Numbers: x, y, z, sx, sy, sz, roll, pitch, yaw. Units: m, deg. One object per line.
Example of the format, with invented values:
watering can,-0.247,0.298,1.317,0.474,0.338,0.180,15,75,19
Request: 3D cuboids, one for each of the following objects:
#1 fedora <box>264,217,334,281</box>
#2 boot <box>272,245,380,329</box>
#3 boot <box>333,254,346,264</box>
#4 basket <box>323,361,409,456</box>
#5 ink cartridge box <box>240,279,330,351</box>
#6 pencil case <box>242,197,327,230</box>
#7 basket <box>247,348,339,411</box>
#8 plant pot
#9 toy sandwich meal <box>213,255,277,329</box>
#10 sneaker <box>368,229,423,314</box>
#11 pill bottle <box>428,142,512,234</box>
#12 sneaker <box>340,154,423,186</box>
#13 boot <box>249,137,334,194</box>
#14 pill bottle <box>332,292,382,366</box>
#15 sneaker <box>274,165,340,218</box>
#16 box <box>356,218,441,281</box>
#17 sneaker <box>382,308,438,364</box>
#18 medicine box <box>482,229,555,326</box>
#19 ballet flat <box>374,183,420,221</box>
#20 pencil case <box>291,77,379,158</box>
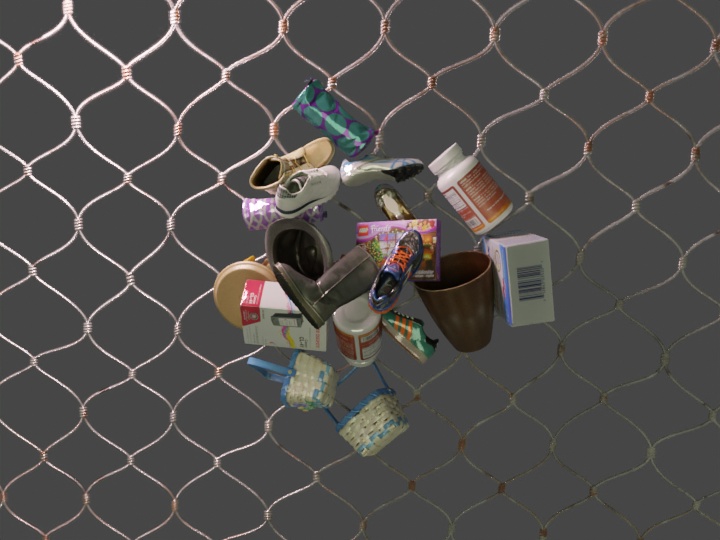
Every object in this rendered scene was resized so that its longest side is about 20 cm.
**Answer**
fedora,-0.129,-0.041,1.444,0.176,0.090,0.201,-8,109,28
boot,-0.068,0.007,1.341,0.200,0.072,0.182,-41,102,-19
boot,0.000,0.000,1.493,0.199,0.075,0.108,-22,93,8
basket,0.008,0.346,1.523,0.176,0.139,0.200,-41,69,12
ink cartridge box,-0.170,0.106,1.424,0.198,0.086,0.148,6,136,2
pencil case,-0.183,-0.149,1.471,0.198,0.084,0.086,-7,61,2
basket,-0.161,0.259,1.482,0.199,0.176,0.140,16,73,16
plant pot,0.242,0.085,1.454,0.186,0.187,0.201,-18,112,6
toy sandwich meal,-0.264,0.054,1.520,0.203,0.070,0.207,2,111,6
sneaker,0.080,0.000,1.331,0.075,0.078,0.201,24,81,11
pill bottle,0.252,-0.191,1.424,0.112,0.112,0.200,-39,96,9
sneaker,0.050,-0.246,1.450,0.198,0.072,0.073,-7,68,-4
boot,-0.155,-0.244,1.411,0.199,0.155,0.073,-29,90,8
pill bottle,-0.004,0.145,1.447,0.111,0.201,0.113,-1,55,2
sneaker,-0.113,-0.196,1.394,0.076,0.200,0.081,30,139,23
box,0.085,-0.044,1.412,0.199,0.039,0.138,-1,83,24
sneaker,0.107,0.136,1.518,0.200,0.071,0.080,44,80,1
medicine box,0.359,0.012,1.408,0.102,0.200,0.184,-8,100,-1
ballet flat,0.100,-0.119,1.466,0.072,0.072,0.201,-37,96,8
pencil case,-0.060,-0.353,1.424,0.200,0.085,0.093,42,76,-5
